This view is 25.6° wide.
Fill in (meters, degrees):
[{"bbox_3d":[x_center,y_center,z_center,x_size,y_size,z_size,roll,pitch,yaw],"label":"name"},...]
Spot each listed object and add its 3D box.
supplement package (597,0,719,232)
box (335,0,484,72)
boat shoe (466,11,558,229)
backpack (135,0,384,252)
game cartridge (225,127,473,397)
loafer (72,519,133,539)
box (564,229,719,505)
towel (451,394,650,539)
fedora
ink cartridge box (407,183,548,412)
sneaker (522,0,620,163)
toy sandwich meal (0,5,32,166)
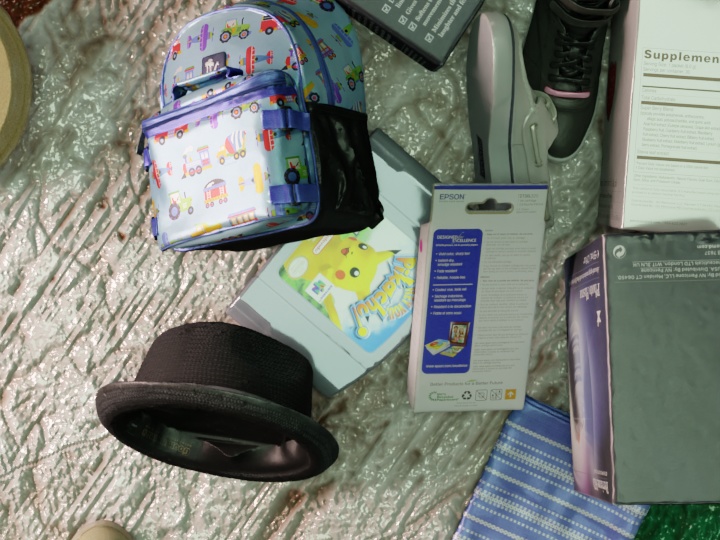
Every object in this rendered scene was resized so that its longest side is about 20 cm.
[{"bbox_3d":[0.262,-0.131,1.269,0.119,0.121,0.202,4,93,-1],"label":"supplement package"},{"bbox_3d":[0.021,-0.276,1.264,0.199,0.107,0.149,34,93,-3],"label":"box"},{"bbox_3d":[0.127,-0.115,1.270,0.065,0.072,0.202,-12,117,-10],"label":"boat shoe"},{"bbox_3d":[-0.084,-0.121,1.240,0.181,0.134,0.202,-8,85,35],"label":"backpack"},{"bbox_3d":[0.000,0.000,1.318,0.133,0.040,0.200,39,92,-7],"label":"game cartridge"},{"bbox_3d":[-0.180,0.303,1.316,0.075,0.068,0.201,-35,93,1],"label":"loafer"},{"bbox_3d":[0.230,0.078,1.230,0.122,0.200,0.200,-2,84,0],"label":"box"},{"bbox_3d":[0.159,0.221,1.339,0.144,0.024,0.201,24,93,-1],"label":"towel"},{"bbox_3d":[-0.109,0.098,1.278,0.199,0.201,0.092,12,63,-2],"label":"fedora"},{"bbox_3d":[0.093,0.019,1.274,0.094,0.037,0.202,-1,116,-10],"label":"ink cartridge box"},{"bbox_3d":[0.170,-0.187,1.276,0.070,0.099,0.202,6,95,-3],"label":"sneaker"},{"bbox_3d":[-0.360,-0.141,1.290,0.203,0.070,0.207,0,89,-3],"label":"toy sandwich meal"}]
